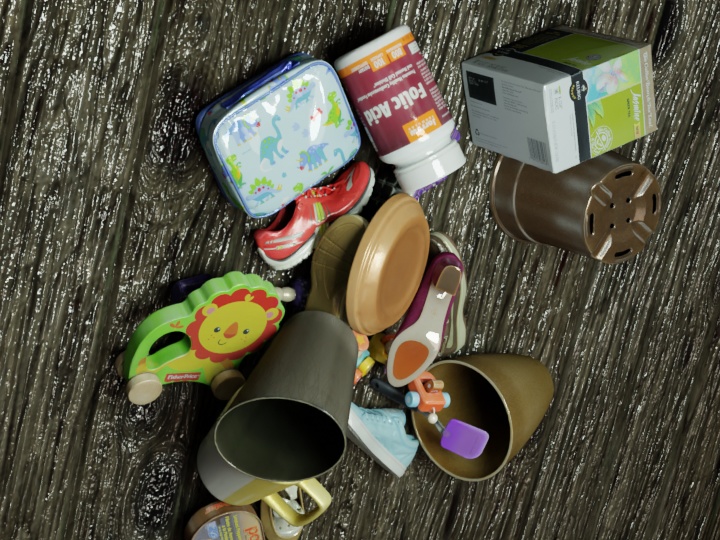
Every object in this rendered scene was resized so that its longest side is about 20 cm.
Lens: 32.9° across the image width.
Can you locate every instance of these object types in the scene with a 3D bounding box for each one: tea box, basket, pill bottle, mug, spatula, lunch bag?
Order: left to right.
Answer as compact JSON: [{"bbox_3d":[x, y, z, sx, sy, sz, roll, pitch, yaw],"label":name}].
[{"bbox_3d":[-0.144,0.265,1.671,0.148,0.188,0.153,-2,152,-39],"label":"mug"},{"bbox_3d":[-0.107,-0.181,1.596,0.199,0.082,0.162,-36,124,-16],"label":"lunch bag"},{"bbox_3d":[-0.080,0.155,1.588,0.179,0.201,0.137,-14,119,23],"label":"basket"},{"bbox_3d":[0.056,-0.214,1.629,0.114,0.114,0.201,-30,99,-19],"label":"pill bottle"},{"bbox_3d":[0.097,0.216,1.821,0.021,0.199,0.057,-29,145,-54],"label":"spatula"},{"bbox_3d":[0.283,-0.250,1.742,0.195,0.200,0.135,-24,118,-22],"label":"tea box"}]

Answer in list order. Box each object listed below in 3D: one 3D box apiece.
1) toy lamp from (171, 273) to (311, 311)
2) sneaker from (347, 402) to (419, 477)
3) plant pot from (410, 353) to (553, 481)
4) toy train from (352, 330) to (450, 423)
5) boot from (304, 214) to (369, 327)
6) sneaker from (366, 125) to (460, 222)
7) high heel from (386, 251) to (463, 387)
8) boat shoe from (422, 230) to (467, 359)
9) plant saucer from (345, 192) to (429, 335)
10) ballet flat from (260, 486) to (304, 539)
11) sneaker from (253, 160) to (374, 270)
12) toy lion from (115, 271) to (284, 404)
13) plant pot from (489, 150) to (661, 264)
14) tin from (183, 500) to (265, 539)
[{"bbox_3d":[-0.159,0.033,1.658,0.198,0.058,0.059,-1,108,-31],"label":"toy lamp"},{"bbox_3d":[0.022,0.231,1.842,0.082,0.074,0.200,-53,135,-13],"label":"sneaker"},{"bbox_3d":[0.210,0.205,1.890,0.199,0.185,0.188,-17,118,-48],"label":"plant pot"},{"bbox_3d":[0.040,0.143,1.768,0.198,0.151,0.056,8,133,-30],"label":"toy train"},{"bbox_3d":[0.000,0.000,1.697,0.155,0.072,0.202,-24,135,-52],"label":"boot"},{"bbox_3d":[0.084,-0.129,1.740,0.083,0.080,0.201,33,88,-41],"label":"sneaker"},{"bbox_3d":[0.093,0.069,1.743,0.067,0.096,0.201,29,102,-7],"label":"high heel"},{"bbox_3d":[0.114,0.044,1.815,0.075,0.074,0.204,-29,121,-35],"label":"boat shoe"},{"bbox_3d":[0.044,-0.004,1.658,0.200,0.037,0.202,-49,150,-42],"label":"plant saucer"},{"bbox_3d":[-0.114,0.337,1.794,0.068,0.063,0.202,-21,117,-25],"label":"ballet flat"},{"bbox_3d":[-0.063,-0.088,1.667,0.200,0.077,0.085,-44,115,-14],"label":"sneaker"},{"bbox_3d":[-0.203,0.083,1.601,0.198,0.069,0.193,0,131,-33],"label":"toy lion"},{"bbox_3d":[0.330,-0.110,1.825,0.199,0.198,0.202,-12,114,-29],"label":"plant pot"},{"bbox_3d":[-0.191,0.406,1.760,0.111,0.042,0.201,-16,130,-13],"label":"tin"}]
